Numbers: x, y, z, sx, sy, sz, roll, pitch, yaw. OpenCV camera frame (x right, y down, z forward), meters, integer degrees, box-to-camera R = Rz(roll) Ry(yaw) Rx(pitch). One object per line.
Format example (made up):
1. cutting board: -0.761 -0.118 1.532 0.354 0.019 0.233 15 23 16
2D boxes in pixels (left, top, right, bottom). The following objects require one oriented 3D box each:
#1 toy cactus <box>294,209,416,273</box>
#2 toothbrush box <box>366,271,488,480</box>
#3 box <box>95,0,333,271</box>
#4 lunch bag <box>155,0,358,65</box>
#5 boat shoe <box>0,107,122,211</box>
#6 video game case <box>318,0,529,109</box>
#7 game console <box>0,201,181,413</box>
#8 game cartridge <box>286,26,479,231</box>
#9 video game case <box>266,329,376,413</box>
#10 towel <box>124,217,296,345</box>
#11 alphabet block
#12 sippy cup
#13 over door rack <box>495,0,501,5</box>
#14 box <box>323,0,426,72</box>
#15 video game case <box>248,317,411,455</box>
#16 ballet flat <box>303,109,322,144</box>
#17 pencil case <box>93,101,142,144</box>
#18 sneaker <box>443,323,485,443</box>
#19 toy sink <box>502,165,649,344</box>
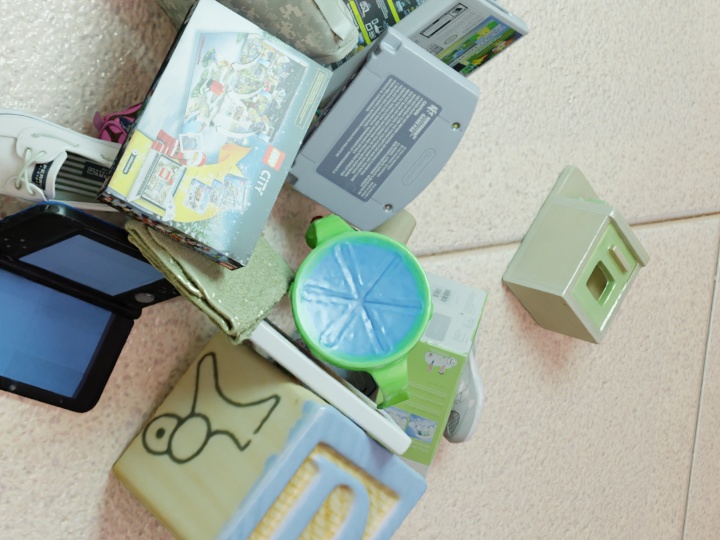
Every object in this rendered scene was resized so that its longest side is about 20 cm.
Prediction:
1. toy cactus: 0.000 0.000 1.366 0.165 0.102 0.200 -51 125 -22
2. toothbrush box: 0.071 0.126 1.409 0.146 0.086 0.200 -61 167 -57
3. box: -0.124 -0.119 1.069 0.136 0.038 0.200 29 72 -20
4. lunch bag: -0.100 -0.272 1.125 0.118 0.200 0.164 -53 131 -21
5. boat shoe: -0.268 -0.092 1.050 0.199 0.067 0.074 5 111 -19
6. video game case: 0.064 -0.223 1.307 0.182 0.200 0.022 7 53 -62
7. game console: -0.262 0.040 1.117 0.200 0.170 0.119 26 56 -46
8. game cartridge: 0.025 -0.137 1.259 0.133 0.041 0.200 33 118 -14
9. video game case: -0.070 0.146 1.405 0.200 0.018 0.143 -43 129 -29
10. towel: -0.131 -0.013 1.141 0.036 0.148 0.200 -42 -178 18
11. alphabet block: -0.092 0.210 1.247 0.195 0.200 0.196 -51 131 -7
12. sippy cup: -0.003 0.042 1.227 0.130 0.139 0.178 108 -5 -76
13. over door rack: 0.060 -0.321 1.366 0.200 0.067 0.148 -36 124 -30
14. box: -0.013 -0.313 1.249 0.160 0.044 0.200 -27 119 -2
15. video game case: -0.042 0.106 1.248 0.200 0.182 0.023 38 87 -6
16. ballet flat: -0.033 -0.119 1.339 0.200 0.071 0.071 39 73 -44
17. pencil case: -0.158 -0.138 1.193 0.200 0.094 0.091 -25 161 -40
18. sneaker: 0.103 0.123 1.549 0.082 0.075 0.201 -10 102 -29
19. toy sink: 0.307 -0.024 1.669 0.200 0.112 0.130 -58 134 -16
